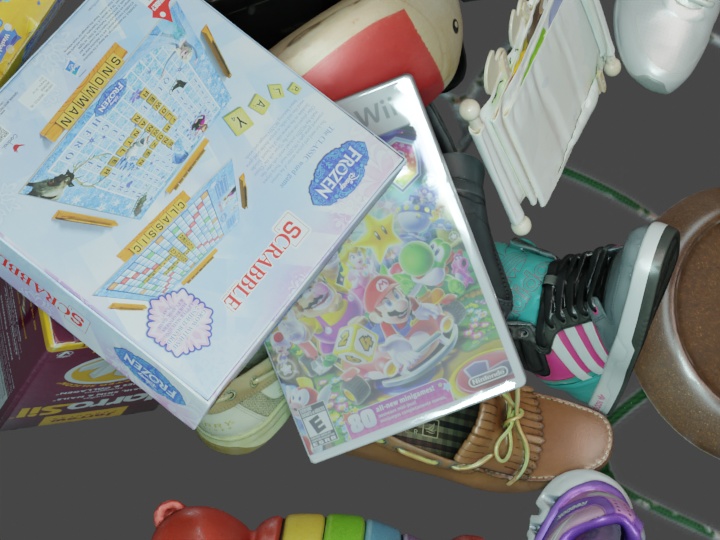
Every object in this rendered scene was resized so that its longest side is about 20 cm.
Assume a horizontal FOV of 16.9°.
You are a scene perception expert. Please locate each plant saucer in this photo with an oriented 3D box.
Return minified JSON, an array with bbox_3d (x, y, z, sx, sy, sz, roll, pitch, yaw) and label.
[{"bbox_3d":[0.277,0.034,1.655,0.199,0.034,0.202,5,73,-17],"label":"plant saucer"}]

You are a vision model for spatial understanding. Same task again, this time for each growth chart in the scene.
[{"bbox_3d":[0.121,-0.125,1.583,0.018,0.145,0.201,6,46,29],"label":"growth chart"}]

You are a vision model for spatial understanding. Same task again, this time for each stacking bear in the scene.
[{"bbox_3d":[-0.035,0.196,1.471,0.198,0.114,0.122,14,90,-2],"label":"stacking bear"}]

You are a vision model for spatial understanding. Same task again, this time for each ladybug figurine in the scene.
[{"bbox_3d":[-0.015,-0.111,1.512,0.199,0.136,0.072,-35,79,-3],"label":"ladybug figurine"}]

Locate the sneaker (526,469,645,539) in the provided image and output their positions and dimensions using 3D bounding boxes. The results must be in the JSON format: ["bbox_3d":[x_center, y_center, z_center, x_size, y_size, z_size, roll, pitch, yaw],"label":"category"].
[{"bbox_3d":[0.125,0.223,1.510,0.080,0.088,0.201,23,85,-16],"label":"sneaker"}]

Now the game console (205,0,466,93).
[{"bbox_3d":[-0.051,-0.184,1.620,0.199,0.116,0.177,-22,112,-21],"label":"game console"}]

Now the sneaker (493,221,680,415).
[{"bbox_3d":[0.129,0.013,1.535,0.120,0.200,0.084,23,60,6],"label":"sneaker"}]

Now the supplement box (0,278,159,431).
[{"bbox_3d":[-0.156,0.026,1.428,0.110,0.200,0.086,-7,75,-20],"label":"supplement box"}]

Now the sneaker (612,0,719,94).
[{"bbox_3d":[0.233,-0.219,1.687,0.070,0.080,0.201,24,71,-12],"label":"sneaker"}]

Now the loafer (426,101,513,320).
[{"bbox_3d":[0.049,-0.044,1.536,0.068,0.070,0.201,20,30,-40],"label":"loafer"}]

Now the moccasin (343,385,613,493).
[{"bbox_3d":[0.069,0.095,1.547,0.200,0.078,0.074,16,71,-13],"label":"moccasin"}]

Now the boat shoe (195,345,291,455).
[{"bbox_3d":[-0.043,0.023,1.524,0.073,0.063,0.201,25,62,27],"label":"boat shoe"}]

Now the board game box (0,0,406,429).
[{"bbox_3d":[-0.109,-0.049,1.335,0.199,0.041,0.200,38,61,2],"label":"board game box"}]

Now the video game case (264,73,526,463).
[{"bbox_3d":[0.000,0.000,1.459,0.142,0.018,0.201,-20,97,7],"label":"video game case"}]

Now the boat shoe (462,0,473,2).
[{"bbox_3d":[0.124,-0.233,1.638,0.201,0.063,0.074,-34,117,-43],"label":"boat shoe"}]

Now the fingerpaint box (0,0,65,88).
[{"bbox_3d":[-0.285,-0.171,1.512,0.166,0.073,0.201,32,68,-6],"label":"fingerpaint box"}]
